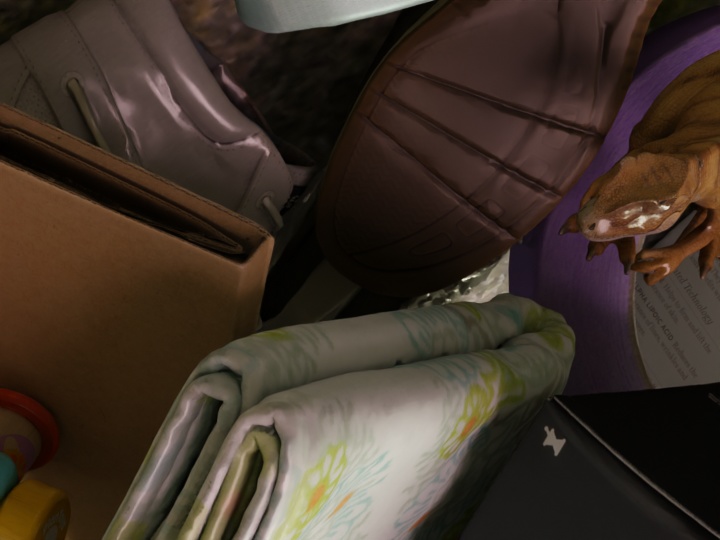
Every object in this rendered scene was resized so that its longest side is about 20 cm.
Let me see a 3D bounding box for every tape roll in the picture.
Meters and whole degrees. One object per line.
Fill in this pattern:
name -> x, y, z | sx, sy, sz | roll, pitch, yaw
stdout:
tape roll -> 0.155, 0.005, 0.763 | 0.199, 0.066, 0.201 | -1, 98, -5

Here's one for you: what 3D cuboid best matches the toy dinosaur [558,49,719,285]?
toy dinosaur -> 0.115, -0.051, 0.675 | 0.200, 0.060, 0.106 | -60, 175, -48

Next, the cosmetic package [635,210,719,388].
cosmetic package -> 0.194, 0.004, 0.884 | 0.200, 0.081, 0.113 | -43, 143, 16

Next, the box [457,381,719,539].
box -> 0.066, 0.137, 0.674 | 0.141, 0.079, 0.200 | 2, 122, -56

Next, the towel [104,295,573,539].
towel -> -0.020, 0.091, 0.627 | 0.172, 0.048, 0.200 | -58, 159, 18

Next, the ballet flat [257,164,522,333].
ballet flat -> 0.000, 0.000, 0.735 | 0.072, 0.072, 0.200 | 10, 127, -43

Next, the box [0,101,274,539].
box -> -0.112, 0.027, 0.639 | 0.200, 0.163, 0.021 | 103, 14, -48

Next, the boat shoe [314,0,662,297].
boat shoe -> 0.053, -0.082, 0.668 | 0.073, 0.065, 0.200 | 32, 107, -14

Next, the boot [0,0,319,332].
boot -> -0.048, 0.001, 0.676 | 0.095, 0.074, 0.200 | -35, 125, -2

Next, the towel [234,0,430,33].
towel -> 0.045, -0.165, 0.557 | 0.199, 0.048, 0.172 | -19, 122, -9

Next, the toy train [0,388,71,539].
toy train -> -0.161, 0.029, 0.609 | 0.150, 0.056, 0.200 | -13, 124, 40
